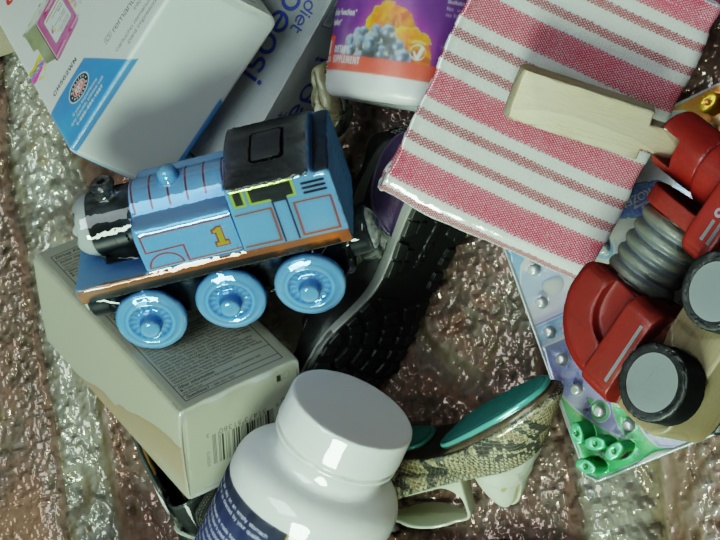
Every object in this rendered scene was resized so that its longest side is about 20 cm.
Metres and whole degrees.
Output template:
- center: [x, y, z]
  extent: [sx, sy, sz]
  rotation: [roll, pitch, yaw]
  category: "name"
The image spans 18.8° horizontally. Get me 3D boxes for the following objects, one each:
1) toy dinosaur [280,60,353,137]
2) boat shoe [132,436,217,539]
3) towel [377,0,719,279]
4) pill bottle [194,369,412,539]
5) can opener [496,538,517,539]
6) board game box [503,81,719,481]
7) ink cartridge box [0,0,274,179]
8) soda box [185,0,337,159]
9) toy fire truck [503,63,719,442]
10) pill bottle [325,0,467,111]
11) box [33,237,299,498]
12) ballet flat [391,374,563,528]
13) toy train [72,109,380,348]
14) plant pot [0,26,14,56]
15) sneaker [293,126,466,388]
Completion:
- center: [-0.067, -0.046, 1.443]
  extent: [0.047, 0.088, 0.201]
  rotation: [45, 117, 40]
  category: "toy dinosaur"
- center: [-0.107, 0.171, 1.485]
  extent: [0.072, 0.068, 0.201]
  rotation: [-24, 79, 27]
  category: "boat shoe"
- center: [0.116, -0.109, 1.331]
  extent: [0.146, 0.030, 0.201]
  rotation: [25, 98, -5]
  category: "towel"
- center: [-0.043, 0.166, 1.367]
  extent: [0.111, 0.111, 0.201]
  rotation: [37, 117, 25]
  category: "pill bottle"
- center: [0.053, 0.210, 1.406]
  extent: [0.199, 0.079, 0.064]
  rotation: [8, 130, 33]
  category: "can opener"
- center: [0.190, 0.005, 1.348]
  extent: [0.199, 0.026, 0.201]
  rotation: [-25, 76, 26]
  category: "board game box"
- center: [-0.160, -0.174, 1.475]
  extent: [0.145, 0.084, 0.200]
  rotation: [-55, 39, 17]
  category: "ink cartridge box"
- center: [-0.072, -0.116, 1.479]
  extent: [0.068, 0.063, 0.201]
  rotation: [38, 105, 26]
  category: "soda box"
- center: [0.169, -0.022, 1.288]
  extent: [0.200, 0.128, 0.176]
  rotation: [44, 109, 36]
  category: "toy fire truck"
- center: [0.045, -0.203, 1.390]
  extent: [0.111, 0.111, 0.201]
  rotation: [10, 92, 29]
  category: "pill bottle"
- center: [-0.130, 0.052, 1.447]
  extent: [0.200, 0.095, 0.078]
  rotation: [43, 146, 42]
  category: "box"
- center: [0.061, 0.125, 1.399]
  extent: [0.199, 0.068, 0.076]
  rotation: [-21, 103, 35]
  category: "ballet flat"
- center: [-0.090, -0.026, 1.367]
  extent: [0.199, 0.087, 0.115]
  rotation: [-12, 126, 9]
  category: "toy train"
- center: [-0.372, -0.248, 1.544]
  extent: [0.199, 0.177, 0.201]
  rotation: [-19, 74, 0]
  category: "plant pot"
- center: [0.000, 0.000, 1.441]
  extent: [0.088, 0.076, 0.201]
  rotation: [41, 104, 40]
  category: "sneaker"
